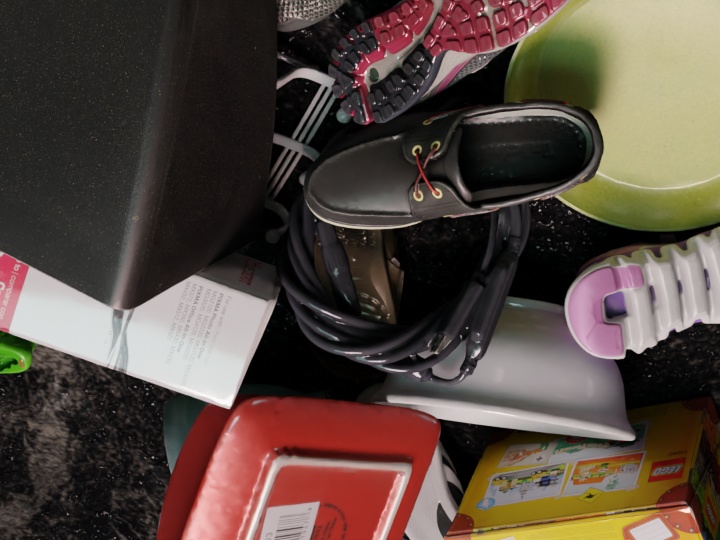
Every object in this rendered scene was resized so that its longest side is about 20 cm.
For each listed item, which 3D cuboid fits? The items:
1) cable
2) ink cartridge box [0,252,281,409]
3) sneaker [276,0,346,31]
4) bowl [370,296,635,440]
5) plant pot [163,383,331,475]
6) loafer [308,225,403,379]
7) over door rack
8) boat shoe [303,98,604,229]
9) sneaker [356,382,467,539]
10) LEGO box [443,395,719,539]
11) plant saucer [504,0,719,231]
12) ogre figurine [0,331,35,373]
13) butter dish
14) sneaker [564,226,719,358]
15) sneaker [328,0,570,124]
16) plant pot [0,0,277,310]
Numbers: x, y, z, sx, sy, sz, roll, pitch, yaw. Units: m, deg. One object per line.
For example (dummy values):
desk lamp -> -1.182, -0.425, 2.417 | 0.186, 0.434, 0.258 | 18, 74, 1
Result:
cable -> 0.034, -0.029, 0.883 | 0.162, 0.201, 0.051 | 20, 173, 1
ink cartridge box -> -0.161, 0.012, 0.877 | 0.199, 0.145, 0.084 | 20, 97, -5
sneaker -> -0.007, -0.208, 0.788 | 0.078, 0.091, 0.200 | 41, 130, -16
bowl -> 0.112, 0.071, 0.961 | 0.199, 0.091, 0.201 | 8, 172, 1
plant pot -> -0.069, 0.180, 1.095 | 0.133, 0.201, 0.201 | -22, 124, 2
loafer -> 0.000, 0.000, 0.980 | 0.075, 0.068, 0.201 | 11, 130, 12
over door rack -> -0.116, -0.113, 0.923 | 0.199, 0.067, 0.148 | 30, 131, -8
boat shoe -> 0.057, -0.071, 0.827 | 0.200, 0.063, 0.074 | -8, 90, 8
sneaker -> 0.057, 0.191, 1.126 | 0.073, 0.112, 0.201 | -28, 85, 8
LEGO box -> 0.186, 0.185, 1.013 | 0.199, 0.149, 0.078 | -14, 111, 29
plant saucer -> 0.196, -0.114, 0.842 | 0.198, 0.031, 0.201 | 10, 131, 11
ogre figurine -> -0.256, 0.019, 1.049 | 0.098, 0.120, 0.200 | 33, 131, -5
butter dish -> -0.071, 0.165, 0.939 | 0.199, 0.148, 0.201 | 10, 105, -41
sneaker -> 0.236, 0.004, 0.904 | 0.199, 0.088, 0.081 | -10, 100, 0
sneaker -> 0.065, -0.167, 0.807 | 0.199, 0.075, 0.081 | -28, 91, 40
plant pot -> -0.160, -0.117, 0.793 | 0.198, 0.200, 0.178 | 25, 112, 12
